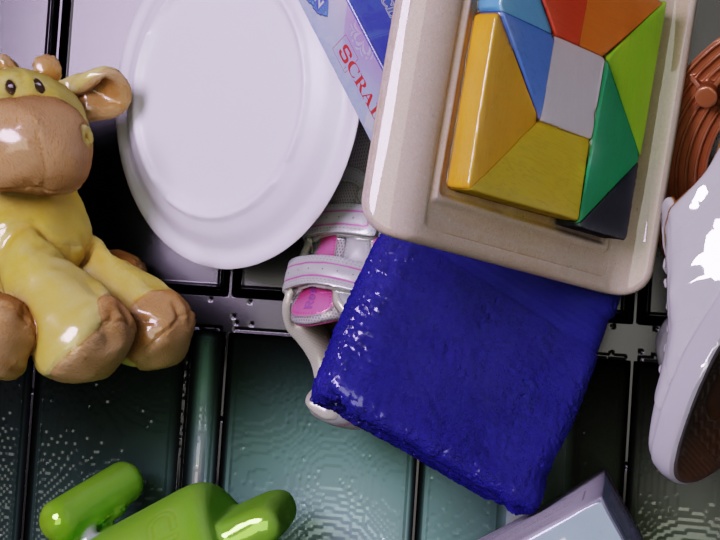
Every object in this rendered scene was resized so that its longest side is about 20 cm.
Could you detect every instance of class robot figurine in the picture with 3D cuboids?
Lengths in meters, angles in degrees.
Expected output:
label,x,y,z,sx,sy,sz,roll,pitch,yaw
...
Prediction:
label,x,y,z,sx,sy,sz,roll,pitch,yaw
robot figurine,-0.118,0.200,0.893,0.199,0.116,0.177,-29,91,7

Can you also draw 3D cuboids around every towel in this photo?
label,x,y,z,sx,sy,sz,roll,pitch,yaw
towel,0.067,0.018,0.856,0.147,0.050,0.202,30,66,-12

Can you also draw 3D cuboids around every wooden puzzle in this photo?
label,x,y,z,sx,sy,sz,roll,pitch,yaw
wooden puzzle,0.098,-0.092,0.797,0.037,0.198,0.187,6,85,51

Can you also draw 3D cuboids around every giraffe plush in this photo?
label,x,y,z,sx,sy,sz,roll,pitch,yaw
giraffe plush,-0.190,-0.039,0.888,0.199,0.171,0.164,17,105,40

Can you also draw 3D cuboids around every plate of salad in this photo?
label,x,y,z,sx,sy,sz,roll,pitch,yaw
plate of salad,-0.070,-0.102,0.903,0.198,0.048,0.203,0,89,40

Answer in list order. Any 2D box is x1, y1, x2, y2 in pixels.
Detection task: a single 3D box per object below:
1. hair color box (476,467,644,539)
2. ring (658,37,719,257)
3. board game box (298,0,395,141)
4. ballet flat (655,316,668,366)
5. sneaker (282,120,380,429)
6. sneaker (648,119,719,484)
label,x,y,z,sx,sy,sz,roll,pitch,yaw
hair color box,0.100,0.160,0.815,0.098,0.200,0.061,-30,83,7
ring,0.254,-0.045,0.851,0.198,0.019,0.203,7,111,19
board game box,0.057,-0.165,0.858,0.198,0.041,0.202,-24,83,-35
ballet flat,0.232,0.107,0.864,0.067,0.064,0.201,-38,82,10
sneaker,0.000,0.000,0.883,0.081,0.088,0.203,-15,83,45
sneaker,0.191,0.012,0.831,0.084,0.072,0.202,25,94,50
